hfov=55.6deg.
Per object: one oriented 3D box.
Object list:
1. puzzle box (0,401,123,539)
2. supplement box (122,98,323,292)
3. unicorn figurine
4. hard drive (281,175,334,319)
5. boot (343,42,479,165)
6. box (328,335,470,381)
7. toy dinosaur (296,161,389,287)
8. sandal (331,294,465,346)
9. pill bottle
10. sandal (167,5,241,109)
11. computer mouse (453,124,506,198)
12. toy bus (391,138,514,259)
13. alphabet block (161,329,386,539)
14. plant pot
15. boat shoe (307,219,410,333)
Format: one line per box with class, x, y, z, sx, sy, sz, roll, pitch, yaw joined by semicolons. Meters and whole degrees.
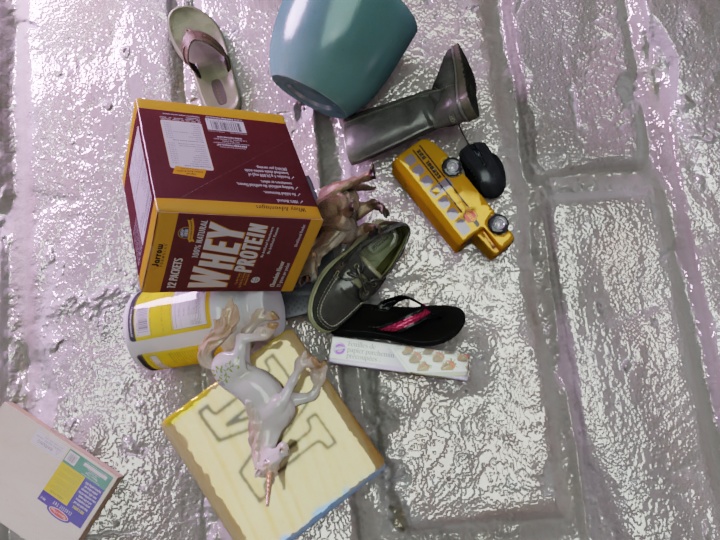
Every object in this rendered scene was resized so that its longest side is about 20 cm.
puzzle box;-0.447;0.291;0.943;0.199;0.025;0.134;31;79;7
supplement box;-0.180;-0.091;0.857;0.196;0.133;0.201;0;48;-28
unicorn figurine;-0.106;0.136;0.764;0.200;0.074;0.137;43;91;23
hard drive;-0.109;-0.028;1.001;0.134;0.042;0.202;-14;79;-3
boot;0.072;-0.248;1.024;0.199;0.073;0.183;-21;37;25
box;0.054;0.126;0.968;0.198;0.041;0.039;7;78;1
toy dinosaur;-0.040;-0.080;0.960;0.135;0.086;0.201;-11;36;25
sandal;0.050;0.065;0.963;0.198;0.045;0.075;1;37;3
pill bottle;-0.208;0.067;0.924;0.198;0.112;0.113;-10;77;13
sandal;-0.238;-0.330;1.059;0.079;0.057;0.202;-25;79;-5
computer mouse;0.166;-0.201;1.041;0.058;0.034;0.201;-24;78;-4
toy bus;0.136;-0.098;1.002;0.078;0.065;0.200;-36;80;-7
alphabet block;-0.102;0.220;0.873;0.196;0.195;0.201;-35;81;-9
plant pot;-0.040;-0.321;0.993;0.199;0.201;0.162;26;89;6
boat shoe;0.001;0.000;0.955;0.072;0.066;0.201;46;63;-16
